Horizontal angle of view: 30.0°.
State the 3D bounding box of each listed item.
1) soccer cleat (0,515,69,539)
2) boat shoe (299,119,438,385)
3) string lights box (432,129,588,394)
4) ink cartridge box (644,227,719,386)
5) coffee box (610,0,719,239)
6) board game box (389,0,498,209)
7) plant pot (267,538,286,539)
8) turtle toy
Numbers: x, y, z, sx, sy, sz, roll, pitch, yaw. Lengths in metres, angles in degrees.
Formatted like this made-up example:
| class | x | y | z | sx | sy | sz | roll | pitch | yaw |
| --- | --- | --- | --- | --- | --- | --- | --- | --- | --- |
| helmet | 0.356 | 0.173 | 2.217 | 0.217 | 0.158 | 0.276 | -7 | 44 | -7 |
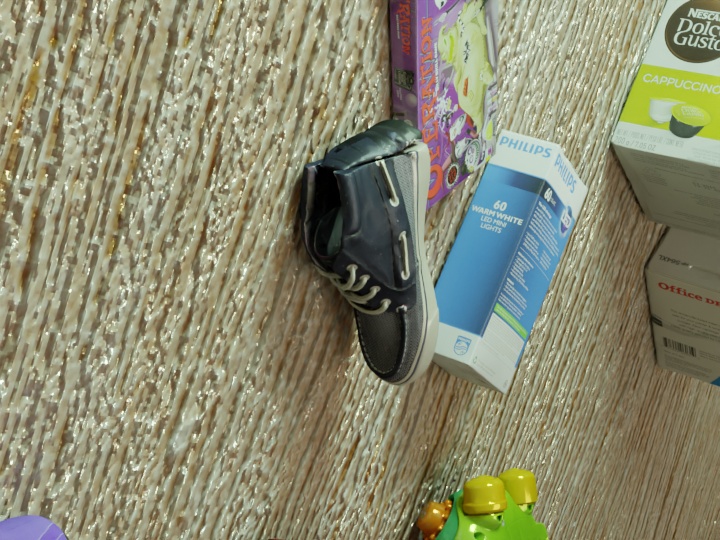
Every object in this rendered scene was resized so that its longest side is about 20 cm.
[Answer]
| class | x | y | z | sx | sy | sz | roll | pitch | yaw |
| --- | --- | --- | --- | --- | --- | --- | --- | --- | --- |
| soccer cleat | -0.221 | 0.163 | 0.654 | 0.200 | 0.068 | 0.073 | -30 | 126 | -47 |
| boat shoe | 0.000 | 0.000 | 0.943 | 0.093 | 0.075 | 0.201 | -25 | 119 | -44 |
| string lights box | 0.123 | -0.006 | 1.147 | 0.103 | 0.059 | 0.201 | 40 | 71 | -59 |
| ink cartridge box | 0.431 | 0.051 | 1.610 | 0.084 | 0.146 | 0.200 | -54 | 146 | -27 |
| coffee box | 0.405 | -0.155 | 1.400 | 0.198 | 0.199 | 0.200 | -66 | 149 | -12 |
| board game box | 0.064 | -0.155 | 1.001 | 0.120 | 0.032 | 0.201 | -36 | 135 | -41 |
| plant pot | -0.010 | 0.305 | 0.978 | 0.200 | 0.199 | 0.177 | 51 | 49 | -56 |
| turtle toy | 0.114 | 0.258 | 1.231 | 0.200 | 0.101 | 0.146 | 5 | 78 | -62 |
